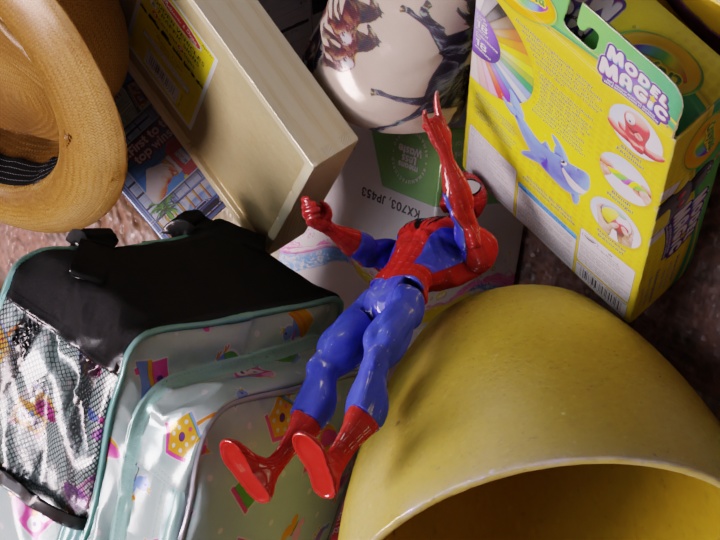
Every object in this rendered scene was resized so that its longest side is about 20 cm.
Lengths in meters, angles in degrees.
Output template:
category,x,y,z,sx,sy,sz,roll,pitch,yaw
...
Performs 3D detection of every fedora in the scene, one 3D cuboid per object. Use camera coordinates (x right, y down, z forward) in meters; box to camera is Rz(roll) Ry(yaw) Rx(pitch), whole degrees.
category,x,y,z,sx,sy,sz,roll,pitch,yaw
fedora,-0.173,-0.116,1.119,0.200,0.082,0.202,24,138,23

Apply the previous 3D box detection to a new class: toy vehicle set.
category,x,y,z,sx,sy,sz,roll,pitch,yaw
toy vehicle set,-0.082,-0.111,1.108,0.201,0.026,0.124,54,158,7

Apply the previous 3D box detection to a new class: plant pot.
category,x,y,z,sx,sy,sz,roll,pitch,yaw
plant pot,0.079,0.091,1.064,0.200,0.199,0.143,-54,32,39

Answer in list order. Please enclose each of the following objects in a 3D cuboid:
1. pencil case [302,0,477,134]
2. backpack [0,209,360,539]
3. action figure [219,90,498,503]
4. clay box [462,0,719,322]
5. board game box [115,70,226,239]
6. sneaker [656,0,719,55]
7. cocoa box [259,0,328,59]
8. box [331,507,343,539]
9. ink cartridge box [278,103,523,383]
category,x,y,z,sx,sy,sz,roll,pitch,yaw
pencil case,0.027,-0.145,1.016,0.090,0.077,0.201,51,147,24
backpack,-0.095,0.095,1.095,0.153,0.175,0.201,37,116,25
action figure,0.000,0.000,1.028,0.065,0.200,0.099,-6,121,37
clay box,0.101,-0.070,1.010,0.115,0.048,0.200,44,160,18
board game box,-0.144,-0.120,1.251,0.200,0.062,0.200,49,-176,-12
sneaker,0.139,-0.130,1.009,0.199,0.075,0.090,24,147,38
cocoa box,-0.078,-0.214,1.200,0.200,0.133,0.132,52,160,32
box,-0.103,0.166,1.245,0.095,0.199,0.103,53,145,31
ink cartridge box,0.016,0.009,1.199,0.117,0.067,0.202,24,113,45
